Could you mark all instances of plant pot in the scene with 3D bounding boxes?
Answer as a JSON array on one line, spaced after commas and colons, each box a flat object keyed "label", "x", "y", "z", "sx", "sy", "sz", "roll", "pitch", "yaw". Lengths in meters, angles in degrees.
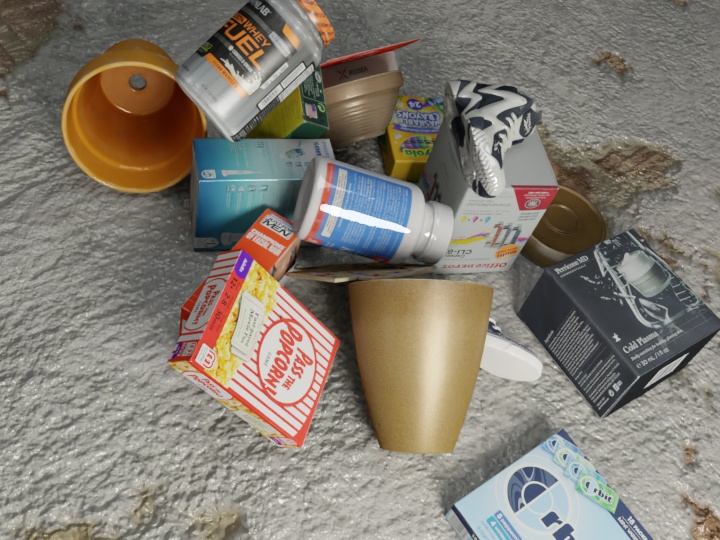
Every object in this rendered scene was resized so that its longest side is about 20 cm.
[{"label": "plant pot", "x": -0.018, "y": -0.256, "z": 1.244, "sx": 0.199, "sy": 0.200, "sz": 0.094, "roll": -21, "pitch": 101, "yaw": -28}, {"label": "plant pot", "x": 0.072, "y": 0.121, "z": 0.949, "sx": 0.183, "sy": 0.186, "sz": 0.203, "roll": 3, "pitch": 84, "yaw": -13}, {"label": "plant pot", "x": 0.334, "y": -0.081, "z": 1.278, "sx": 0.197, "sy": 0.028, "sz": 0.202, "roll": 7, "pitch": 52, "yaw": -9}, {"label": "plant pot", "x": -0.331, "y": -0.250, "z": 1.130, "sx": 0.197, "sy": 0.202, "sz": 0.184, "roll": 1, "pitch": 37, "yaw": -15}]

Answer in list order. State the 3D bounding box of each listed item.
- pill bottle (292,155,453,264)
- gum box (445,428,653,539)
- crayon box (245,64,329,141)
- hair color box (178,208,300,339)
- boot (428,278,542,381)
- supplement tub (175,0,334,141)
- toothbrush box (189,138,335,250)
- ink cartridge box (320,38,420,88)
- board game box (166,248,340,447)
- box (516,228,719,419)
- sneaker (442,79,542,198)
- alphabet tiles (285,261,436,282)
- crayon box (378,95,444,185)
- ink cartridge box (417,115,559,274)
[{"label": "pill bottle", "x": 0.018, "y": -0.072, "z": 1.003, "sx": 0.197, "sy": 0.113, "sz": 0.113, "roll": 15, "pitch": 50, "yaw": -15}, {"label": "gum box", "x": 0.231, "y": 0.315, "z": 0.929, "sx": 0.198, "sy": 0.045, "sz": 0.170, "roll": -24, "pitch": 62, "yaw": -29}, {"label": "crayon box", "x": -0.131, "y": -0.227, "z": 1.137, "sx": 0.050, "sy": 0.199, "sz": 0.129, "roll": 8, "pitch": 66, "yaw": -41}, {"label": "hair color box", "x": -0.157, "y": 0.026, "z": 1.003, "sx": 0.063, "sy": 0.112, "sz": 0.201, "roll": 28, "pitch": 51, "yaw": 7}, {"label": "boot", "x": 0.170, "y": 0.080, "z": 1.075, "sx": 0.198, "sy": 0.073, "sz": 0.091, "roll": 23, "pitch": 56, "yaw": 3}, {"label": "supplement tub", "x": -0.137, "y": -0.278, "z": 1.005, "sx": 0.200, "sy": 0.123, "sz": 0.123, "roll": -44, "pitch": 70, "yaw": -3}, {"label": "toothbrush box", "x": -0.141, "y": -0.108, "z": 1.088, "sx": 0.197, "sy": 0.147, "sz": 0.086, "roll": -3, "pitch": 53, "yaw": -17}, {"label": "ink cartridge box", "x": -0.015, "y": -0.338, "z": 1.294, "sx": 0.198, "sy": 0.173, "sz": 0.044, "roll": -23, "pitch": 104, "yaw": -31}, {"label": "board game box", "x": -0.119, "y": 0.096, "z": 0.908, "sx": 0.200, "sy": 0.046, "sz": 0.153, "roll": 46, "pitch": 50, "yaw": -36}, {"label": "box", "x": 0.375, "y": 0.073, "z": 1.110, "sx": 0.198, "sy": 0.125, "sz": 0.197, "roll": -21, "pitch": 59, "yaw": -29}, {"label": "sneaker", "x": 0.195, "y": -0.185, "z": 1.025, "sx": 0.127, "sy": 0.080, "sz": 0.201, "roll": -8, "pitch": 47, "yaw": -8}, {"label": "alphabet tiles", "x": 0.000, "y": 0.000, "z": 1.031, "sx": 0.164, "sy": 0.199, "sz": 0.006, "roll": -8, "pitch": 97, "yaw": -33}, {"label": "crayon box", "x": 0.100, "y": -0.215, "z": 1.301, "sx": 0.124, "sy": 0.052, "sz": 0.202, "roll": 0, "pitch": 53, "yaw": -15}, {"label": "ink cartridge box", "x": 0.178, "y": -0.110, "z": 1.145, "sx": 0.143, "sy": 0.201, "sz": 0.146, "roll": -2, "pitch": 55, "yaw": -16}]
